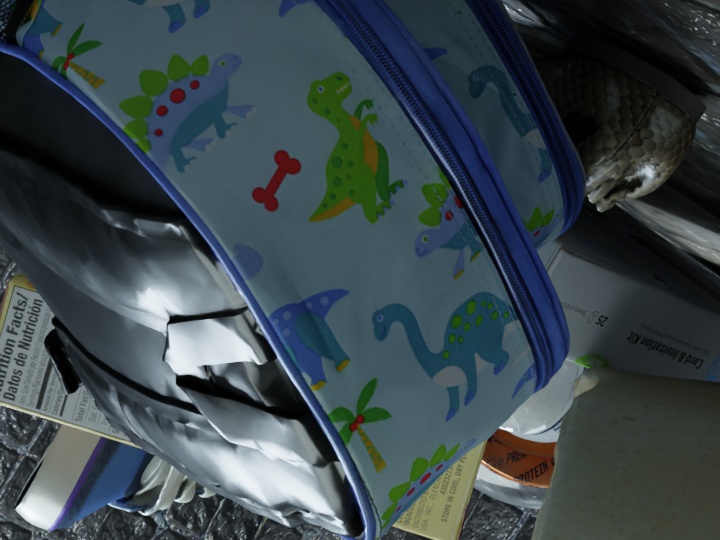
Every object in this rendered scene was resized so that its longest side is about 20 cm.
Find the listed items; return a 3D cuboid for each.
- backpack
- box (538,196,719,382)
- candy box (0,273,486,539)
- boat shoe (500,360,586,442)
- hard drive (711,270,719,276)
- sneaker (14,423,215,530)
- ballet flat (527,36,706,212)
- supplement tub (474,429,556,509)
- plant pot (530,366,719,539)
[{"bbox_3d":[-0.026,-0.030,0.821,0.200,0.147,0.183,30,155,57],"label":"backpack"},{"bbox_3d":[0.067,-0.008,1.047,0.156,0.041,0.200,38,-170,37],"label":"box"},{"bbox_3d":[-0.046,0.050,1.174,0.200,0.055,0.115,16,-174,3],"label":"candy box"},{"bbox_3d":[-0.002,0.005,1.115,0.202,0.075,0.086,35,-169,38],"label":"boat shoe"},{"bbox_3d":[0.226,0.063,1.233,0.200,0.033,0.140,33,175,-40],"label":"hard drive"},{"bbox_3d":[-0.050,0.080,1.299,0.146,0.200,0.081,36,133,1],"label":"sneaker"},{"bbox_3d":[0.061,-0.043,0.932,0.067,0.046,0.200,31,177,-11],"label":"ballet flat"},{"bbox_3d":[0.085,0.047,1.325,0.122,0.123,0.200,29,180,1],"label":"supplement tub"},{"bbox_3d":[0.145,0.115,0.942,0.183,0.201,0.200,14,175,6],"label":"plant pot"}]
